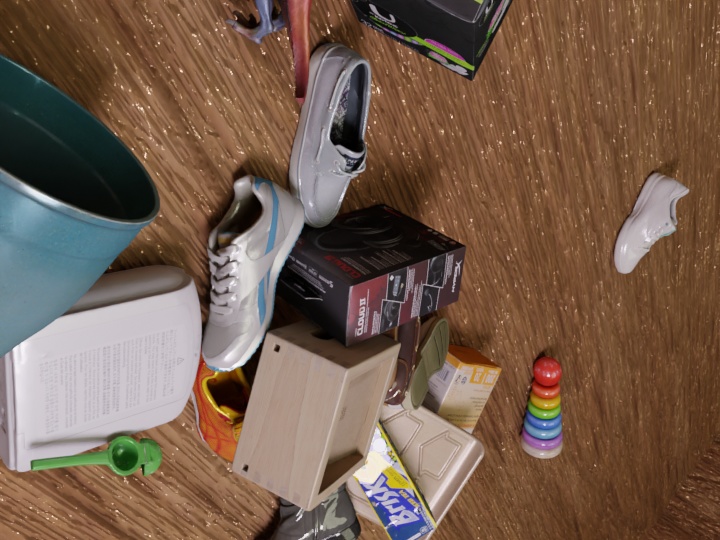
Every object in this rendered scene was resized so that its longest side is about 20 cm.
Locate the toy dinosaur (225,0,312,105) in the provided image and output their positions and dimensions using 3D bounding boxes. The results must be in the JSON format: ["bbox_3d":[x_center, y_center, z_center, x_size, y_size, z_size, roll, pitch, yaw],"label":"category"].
[{"bbox_3d":[-0.042,-0.286,0.644,0.104,0.201,0.182,-26,164,-51],"label":"toy dinosaur"}]

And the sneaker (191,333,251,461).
[{"bbox_3d":[-0.151,0.164,0.851,0.073,0.077,0.203,-38,137,-24],"label":"sneaker"}]

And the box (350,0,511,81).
[{"bbox_3d":[0.071,-0.286,0.691,0.126,0.146,0.200,-62,173,4],"label":"box"}]

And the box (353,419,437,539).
[{"bbox_3d":[0.029,0.279,1.029,0.069,0.064,0.203,-29,103,0],"label":"box"}]

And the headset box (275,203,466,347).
[{"bbox_3d":[0.000,0.000,0.851,0.197,0.148,0.079,-16,124,-37],"label":"headset box"}]

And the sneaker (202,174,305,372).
[{"bbox_3d":[-0.127,0.002,0.768,0.080,0.075,0.204,31,71,-49],"label":"sneaker"}]

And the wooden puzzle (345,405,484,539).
[{"bbox_3d":[0.055,0.281,1.089,0.198,0.046,0.187,32,96,-11],"label":"wooden puzzle"}]

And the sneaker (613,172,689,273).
[{"bbox_3d":[0.558,-0.080,1.421,0.074,0.088,0.204,5,110,-48],"label":"sneaker"}]

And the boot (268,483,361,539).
[{"bbox_3d":[-0.100,0.338,1.025,0.196,0.068,0.133,-22,107,-14],"label":"boot"}]

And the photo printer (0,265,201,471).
[{"bbox_3d":[-0.244,0.085,0.711,0.197,0.069,0.170,-14,124,-41],"label":"photo printer"}]

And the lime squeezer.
[{"bbox_3d":[-0.239,0.182,0.731,0.200,0.069,0.039,61,32,-73],"label":"lime squeezer"}]

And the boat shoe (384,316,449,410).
[{"bbox_3d":[0.073,0.122,1.047,0.200,0.067,0.076,-44,128,-58],"label":"boat shoe"}]

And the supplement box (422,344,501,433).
[{"bbox_3d":[0.127,0.222,1.173,0.125,0.073,0.204,13,104,-47],"label":"supplement box"}]

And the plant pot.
[{"bbox_3d":[-0.277,-0.030,0.530,0.189,0.201,0.199,-49,141,13],"label":"plant pot"}]

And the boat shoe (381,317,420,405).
[{"bbox_3d":[0.044,0.071,0.960,0.070,0.069,0.204,36,59,-49],"label":"boat shoe"}]

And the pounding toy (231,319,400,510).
[{"bbox_3d":[-0.057,0.151,0.849,0.199,0.140,0.188,-12,120,-67],"label":"pounding toy"}]

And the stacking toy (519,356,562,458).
[{"bbox_3d":[0.357,0.258,1.432,0.084,0.085,0.204,-21,123,-35],"label":"stacking toy"}]

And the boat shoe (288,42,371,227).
[{"bbox_3d":[-0.028,-0.135,0.799,0.069,0.071,0.205,-14,122,-39],"label":"boat shoe"}]
